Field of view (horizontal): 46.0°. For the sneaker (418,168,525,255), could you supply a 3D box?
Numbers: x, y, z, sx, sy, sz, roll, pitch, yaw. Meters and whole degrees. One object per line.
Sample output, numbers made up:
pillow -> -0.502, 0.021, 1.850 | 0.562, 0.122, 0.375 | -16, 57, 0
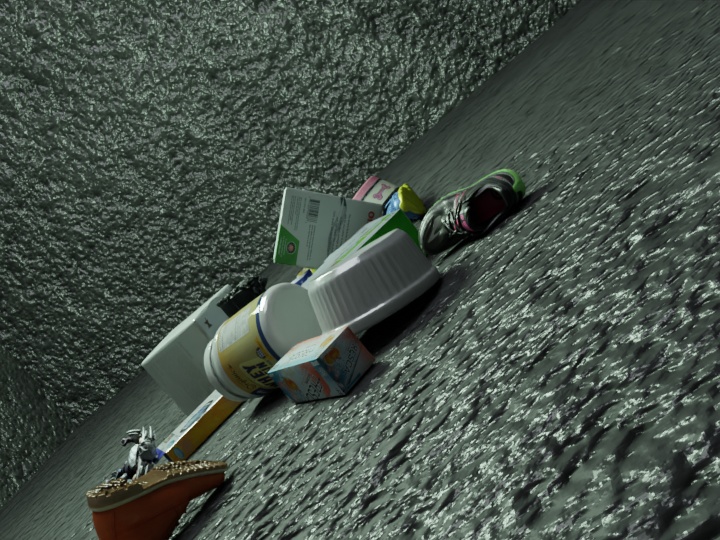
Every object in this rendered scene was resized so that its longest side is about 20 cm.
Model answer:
sneaker -> 0.159, -0.085, 1.293 | 0.199, 0.077, 0.084 | -37, 5, 33

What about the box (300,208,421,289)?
box -> 0.000, 0.000, 1.492 | 0.200, 0.097, 0.176 | -44, 9, -19

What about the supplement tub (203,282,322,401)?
supplement tub -> -0.157, 0.124, 1.408 | 0.199, 0.145, 0.145 | -34, 10, 37

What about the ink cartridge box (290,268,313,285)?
ink cartridge box -> -0.147, 0.092, 1.687 | 0.199, 0.094, 0.044 | -37, 9, 26

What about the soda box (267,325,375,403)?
soda box -> -0.059, 0.136, 1.192 | 0.068, 0.064, 0.199 | -44, 8, -26

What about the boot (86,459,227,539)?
boot -> -0.266, 0.322, 1.151 | 0.197, 0.110, 0.075 | -13, 3, -34

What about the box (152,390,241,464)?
box -> -0.304, 0.292, 1.579 | 0.200, 0.042, 0.119 | -47, 10, -19

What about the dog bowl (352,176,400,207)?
dog bowl -> 0.010, -0.132, 1.988 | 0.201, 0.073, 0.200 | -53, -3, -4

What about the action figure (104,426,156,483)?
action figure -> -0.424, 0.367, 1.550 | 0.201, 0.069, 0.131 | -51, 19, 35

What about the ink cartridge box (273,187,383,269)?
ink cartridge box -> -0.064, -0.073, 1.662 | 0.083, 0.196, 0.150 | -156, 76, -82

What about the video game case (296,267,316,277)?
video game case -> -0.056, -0.016, 1.816 | 0.183, 0.023, 0.200 | -49, 24, 5

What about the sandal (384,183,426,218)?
sandal -> 0.091, -0.133, 1.844 | 0.087, 0.080, 0.200 | -43, 0, 8

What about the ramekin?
ramekin -> 0.012, 0.018, 1.248 | 0.200, 0.095, 0.202 | -31, 3, 2

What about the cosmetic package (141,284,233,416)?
cosmetic package -> -0.326, 0.174, 1.825 | 0.199, 0.166, 0.165 | -36, 10, 31

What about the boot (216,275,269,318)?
boot -> -0.219, 0.117, 1.649 | 0.197, 0.163, 0.073 | -36, 8, 26
